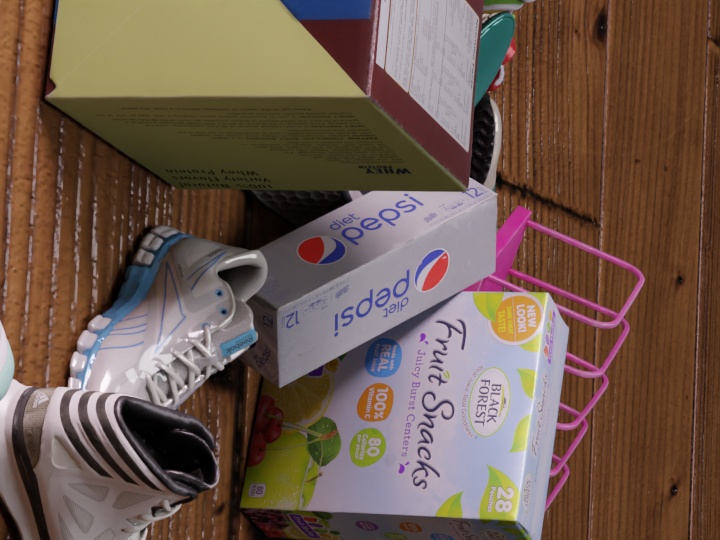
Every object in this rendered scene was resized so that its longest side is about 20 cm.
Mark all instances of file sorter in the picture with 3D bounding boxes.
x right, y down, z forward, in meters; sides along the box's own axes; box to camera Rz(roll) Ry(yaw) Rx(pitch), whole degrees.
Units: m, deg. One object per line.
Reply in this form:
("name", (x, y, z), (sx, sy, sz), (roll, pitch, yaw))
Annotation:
("file sorter", (0.131, 0.080, 2.062), (0.139, 0.125, 0.200), (-47, 159, -62))

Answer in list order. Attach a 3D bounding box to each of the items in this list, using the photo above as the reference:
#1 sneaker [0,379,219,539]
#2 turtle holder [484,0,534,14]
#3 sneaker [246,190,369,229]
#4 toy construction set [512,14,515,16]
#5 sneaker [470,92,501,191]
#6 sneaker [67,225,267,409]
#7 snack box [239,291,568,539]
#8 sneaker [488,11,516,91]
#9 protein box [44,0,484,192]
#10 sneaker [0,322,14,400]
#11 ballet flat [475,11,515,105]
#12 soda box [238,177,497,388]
("sneaker", (-0.129, 0.141, 1.443), (0.201, 0.115, 0.076), (71, 27, -44))
("turtle holder", (0.088, -0.232, 1.814), (0.132, 0.141, 0.186), (42, 51, -67))
("sneaker", (-0.025, -0.103, 1.795), (0.202, 0.077, 0.146), (52, 37, -53))
("toy construction set", (0.096, -0.257, 2.082), (0.131, 0.092, 0.200), (40, 51, -88))
("sneaker", (0.072, -0.050, 2.065), (0.093, 0.070, 0.200), (-29, 131, -74))
("sneaker", (-0.110, 0.045, 1.541), (0.200, 0.087, 0.075), (-68, 153, -43))
("snack box", (0.032, 0.100, 1.773), (0.068, 0.200, 0.169), (56, 39, -59))
("sneaker", (0.053, -0.202, 1.948), (0.200, 0.112, 0.071), (63, 33, -53))
("protein box", (-0.050, -0.136, 1.528), (0.200, 0.198, 0.135), (36, 57, -67))
("sneaker", (-0.232, 0.047, 1.221), (0.200, 0.078, 0.140), (-79, 159, -52))
("ballet flat", (0.041, -0.117, 1.914), (0.200, 0.065, 0.070), (-60, 144, -1))
("soda box", (0.000, 0.000, 1.731), (0.200, 0.063, 0.068), (-28, 134, -32))
